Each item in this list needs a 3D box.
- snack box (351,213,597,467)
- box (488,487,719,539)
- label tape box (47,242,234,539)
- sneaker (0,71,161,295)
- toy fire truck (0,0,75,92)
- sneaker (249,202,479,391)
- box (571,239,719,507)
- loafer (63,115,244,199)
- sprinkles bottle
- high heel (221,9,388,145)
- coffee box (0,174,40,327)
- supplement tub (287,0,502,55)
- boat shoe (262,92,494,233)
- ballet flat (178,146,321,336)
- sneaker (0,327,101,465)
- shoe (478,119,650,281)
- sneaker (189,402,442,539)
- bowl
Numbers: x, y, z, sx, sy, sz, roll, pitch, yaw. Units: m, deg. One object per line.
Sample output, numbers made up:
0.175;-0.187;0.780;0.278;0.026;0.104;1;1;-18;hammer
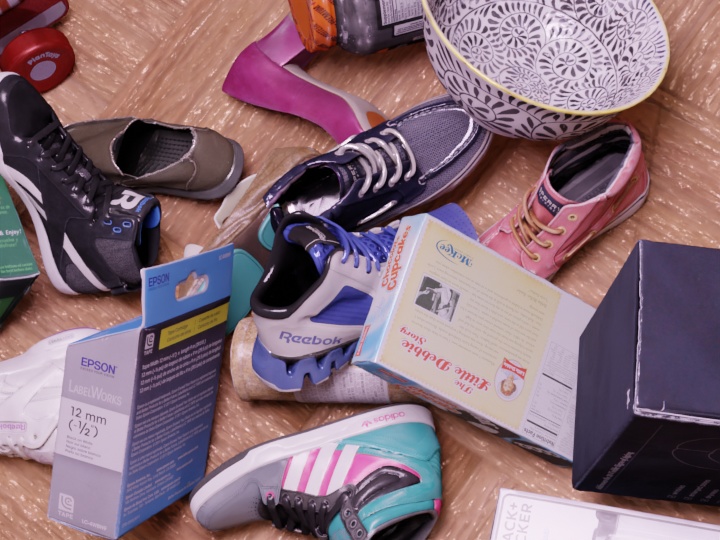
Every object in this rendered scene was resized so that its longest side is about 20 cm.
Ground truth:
0.098;0.054;1.151;0.037;0.199;0.117;-9;57;60;snack box
0.193;0.209;1.095;0.198;0.117;0.061;7;71;17;box
-0.162;0.080;1.171;0.066;0.143;0.202;12;103;19;label tape box
-0.220;-0.073;1.263;0.111;0.201;0.073;-2;33;28;sneaker
-0.354;-0.216;1.360;0.199;0.168;0.113;-30;65;0;toy fire truck
-0.001;0.000;1.158;0.199;0.116;0.081;-30;50;-13;sneaker
0.258;0.080;1.059;0.195;0.200;0.125;6;68;-3;box
-0.195;-0.103;1.323;0.198;0.070;0.076;0;69;26;loafer
0.001;0.071;1.220;0.198;0.068;0.069;0;69;14;sprinkles bottle
-0.037;-0.118;1.314;0.096;0.067;0.200;-42;75;19;high heel
-0.340;-0.050;1.315;0.123;0.044;0.201;-43;64;45;coffee box
0.042;-0.248;1.280;0.198;0.123;0.123;-15;66;-10;supplement tub
0.015;-0.077;1.206;0.199;0.093;0.075;-34;82;5;boat shoe
-0.102;-0.023;1.289;0.072;0.068;0.201;24;75;41;ballet flat
-0.283;0.120;1.264;0.199;0.075;0.100;-24;65;4;sneaker
0.139;-0.038;1.216;0.200;0.091;0.072;-38;66;-3;shoe
-0.025;0.188;1.177;0.199;0.084;0.121;-20;57;4;sneaker
0.125;-0.165;1.194;0.199;0.094;0.202;10;51;-13;bowl
